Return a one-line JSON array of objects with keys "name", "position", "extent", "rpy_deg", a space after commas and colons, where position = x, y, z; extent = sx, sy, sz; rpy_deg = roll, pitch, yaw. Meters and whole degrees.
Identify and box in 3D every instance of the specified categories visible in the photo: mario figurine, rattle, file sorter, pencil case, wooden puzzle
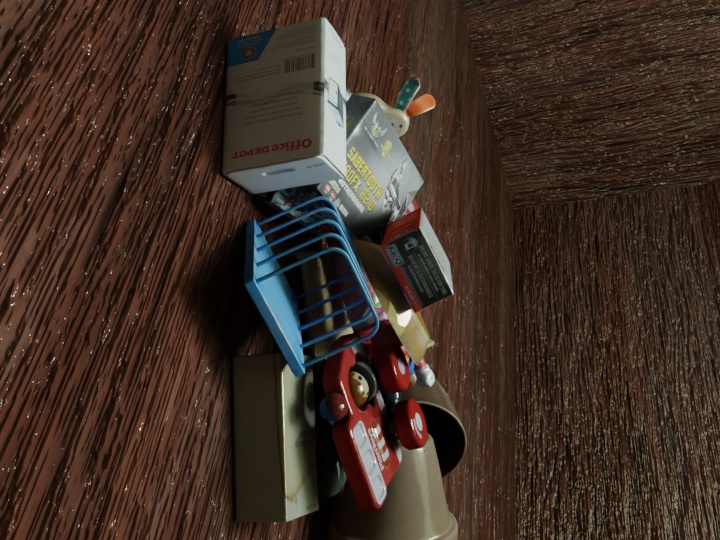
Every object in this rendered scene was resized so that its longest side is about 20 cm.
[{"name": "mario figurine", "position": [0.046, 0.154, 1.203], "extent": [0.200, 0.123, 0.106], "rpy_deg": [76, -12, -66]}, {"name": "rattle", "position": [0.027, -0.241, 1.275], "extent": [0.143, 0.200, 0.130], "rpy_deg": [-64, 142, -64]}, {"name": "file sorter", "position": [-0.062, 0.008, 0.946], "extent": [0.200, 0.122, 0.139], "rpy_deg": [-108, 174, -65]}, {"name": "pencil case", "position": [0.000, 0.000, 1.212], "extent": [0.087, 0.087, 0.200], "rpy_deg": [-16, 89, -71]}, {"name": "wooden puzzle", "position": [-0.055, 0.067, 1.205], "extent": [0.185, 0.037, 0.200], "rpy_deg": [-7, 85, -72]}]

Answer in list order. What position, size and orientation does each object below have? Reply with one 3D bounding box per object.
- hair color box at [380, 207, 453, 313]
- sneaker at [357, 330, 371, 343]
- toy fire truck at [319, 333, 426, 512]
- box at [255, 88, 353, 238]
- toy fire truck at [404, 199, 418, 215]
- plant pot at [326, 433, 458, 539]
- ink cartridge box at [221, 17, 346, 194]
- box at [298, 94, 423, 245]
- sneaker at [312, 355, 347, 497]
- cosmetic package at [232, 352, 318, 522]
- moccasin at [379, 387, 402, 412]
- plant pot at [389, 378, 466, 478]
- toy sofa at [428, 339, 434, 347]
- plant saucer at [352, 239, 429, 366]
[{"name": "hair color box", "position": [0.080, -0.020, 1.042], "extent": [0.102, 0.061, 0.200], "rpy_deg": [62, 10, -7]}, {"name": "sneaker", "position": [0.029, 0.138, 1.330], "extent": [0.200, 0.078, 0.116], "rpy_deg": [62, 28, -64]}, {"name": "toy fire truck", "position": [0.003, 0.190, 0.981], "extent": [0.168, 0.112, 0.200], "rpy_deg": [-37, 110, -71]}, {"name": "box", "position": [-0.055, -0.164, 1.088], "extent": [0.137, 0.040, 0.200], "rpy_deg": [29, 83, -48]}, {"name": "toy fire truck", "position": [0.016, -0.098, 1.377], "extent": [0.168, 0.112, 0.200], "rpy_deg": [40, 43, -38]}, {"name": "plant pot", "position": [0.048, 0.333, 1.127], "extent": [0.200, 0.200, 0.175], "rpy_deg": [-16, 108, -71]}, {"name": "ink cartridge box", "position": [-0.099, -0.216, 0.992], "extent": [0.086, 0.146, 0.200], "rpy_deg": [34, 52, -65]}, {"name": "box", "position": [0.005, -0.131, 1.097], "extent": [0.159, 0.048, 0.200], "rpy_deg": [-57, 143, -15]}, {"name": "sneaker", "position": [-0.072, 0.224, 1.063], "extent": [0.091, 0.076, 0.200], "rpy_deg": [7, 68, -64]}, {"name": "cosmetic package", "position": [-0.107, 0.208, 0.946], "extent": [0.104, 0.073, 0.200], "rpy_deg": [21, 63, -69]}, {"name": "moccasin", "position": [0.003, 0.208, 1.152], "extent": [0.200, 0.080, 0.068], "rpy_deg": [133, -50, -64]}, {"name": "plant pot", "position": [0.091, 0.258, 1.384], "extent": [0.200, 0.187, 0.187], "rpy_deg": [-90, 166, -62]}, {"name": "toy sofa", "position": [0.077, 0.073, 1.538], "extent": [0.083, 0.097, 0.200], "rpy_deg": [-21, 105, -45]}, {"name": "plant saucer", "position": [0.050, 0.037, 1.054], "extent": [0.200, 0.035, 0.200], "rpy_deg": [61, 5, -8]}]
